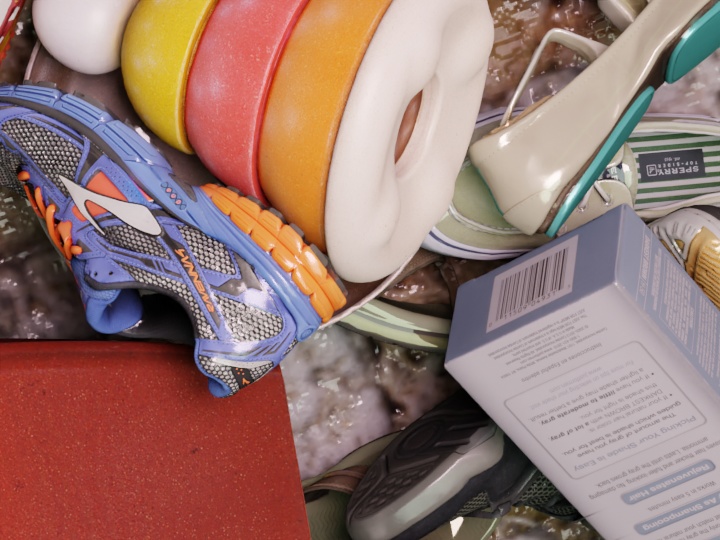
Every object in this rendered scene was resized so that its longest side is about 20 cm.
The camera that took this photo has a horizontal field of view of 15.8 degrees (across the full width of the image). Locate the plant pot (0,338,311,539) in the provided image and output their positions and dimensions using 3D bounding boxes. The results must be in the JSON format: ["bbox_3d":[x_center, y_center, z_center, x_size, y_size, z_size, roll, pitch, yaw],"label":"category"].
[{"bbox_3d":[-0.126,0.119,1.193,0.176,0.200,0.201,-10,93,-20],"label":"plant pot"}]

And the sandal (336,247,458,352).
[{"bbox_3d":[0.000,0.000,1.258,0.200,0.080,0.058,15,91,-21],"label":"sandal"}]

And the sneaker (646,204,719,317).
[{"bbox_3d":[0.192,0.001,1.290,0.088,0.076,0.200,-42,157,-6],"label":"sneaker"}]

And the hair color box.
[{"bbox_3d":[0.140,0.071,1.222,0.099,0.061,0.200,-27,120,29],"label":"hair color box"}]

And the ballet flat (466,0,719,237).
[{"bbox_3d":[0.123,-0.103,1.206,0.200,0.069,0.070,-47,120,-19],"label":"ballet flat"}]

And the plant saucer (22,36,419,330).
[{"bbox_3d":[-0.057,-0.063,1.197,0.199,0.032,0.201,1,81,-4],"label":"plant saucer"}]

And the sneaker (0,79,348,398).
[{"bbox_3d":[-0.105,-0.016,1.112,0.079,0.200,0.075,-54,156,-15],"label":"sneaker"}]

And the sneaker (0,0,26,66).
[{"bbox_3d":[-0.191,-0.122,1.169,0.077,0.073,0.200,29,99,-4],"label":"sneaker"}]

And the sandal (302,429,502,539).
[{"bbox_3d":[-0.012,0.135,1.311,0.200,0.057,0.080,-16,93,-17],"label":"sandal"}]

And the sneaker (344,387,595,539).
[{"bbox_3d":[0.086,0.104,1.294,0.199,0.076,0.114,-35,106,-32],"label":"sneaker"}]

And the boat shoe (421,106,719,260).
[{"bbox_3d":[0.111,-0.050,1.254,0.199,0.062,0.072,-11,93,-28],"label":"boat shoe"}]

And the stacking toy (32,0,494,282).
[{"bbox_3d":[-0.053,-0.090,1.143,0.199,0.146,0.147,19,112,18],"label":"stacking toy"}]
